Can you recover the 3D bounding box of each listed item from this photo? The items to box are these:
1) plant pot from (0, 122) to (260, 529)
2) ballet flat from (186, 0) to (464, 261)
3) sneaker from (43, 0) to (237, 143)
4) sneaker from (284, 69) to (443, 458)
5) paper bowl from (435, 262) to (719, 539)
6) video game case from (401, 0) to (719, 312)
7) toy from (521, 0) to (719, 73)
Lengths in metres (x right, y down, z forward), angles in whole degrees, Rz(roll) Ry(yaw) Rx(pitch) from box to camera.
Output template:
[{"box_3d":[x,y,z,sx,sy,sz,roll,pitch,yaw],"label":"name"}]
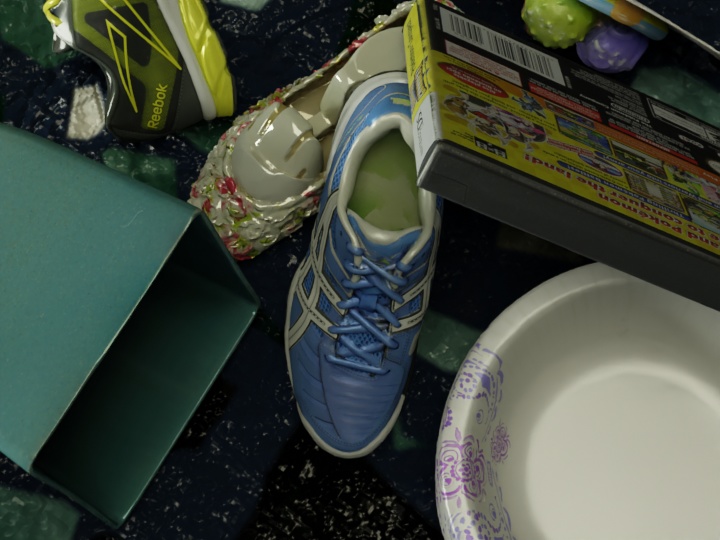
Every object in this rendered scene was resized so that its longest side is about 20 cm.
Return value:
[{"box_3d":[-0.181,0.007,0.795,0.199,0.141,0.142,29,77,17],"label":"plant pot"},{"box_3d":[-0.019,-0.085,0.851,0.200,0.064,0.076,-42,78,-9],"label":"ballet flat"},{"box_3d":[-0.138,-0.159,0.838,0.084,0.074,0.201,-28,101,-6],"label":"sneaker"},{"box_3d":[0.000,0.000,0.797,0.075,0.077,0.202,7,100,0],"label":"sneaker"},{"box_3d":[0.136,0.102,0.772,0.199,0.104,0.202,-1,74,2],"label":"paper bowl"},{"box_3d":[0.115,-0.054,0.766,0.199,0.181,0.026,22,117,-13],"label":"video game case"},{"box_3d":[0.103,-0.147,0.850,0.199,0.115,0.047,34,104,9],"label":"toy"}]
